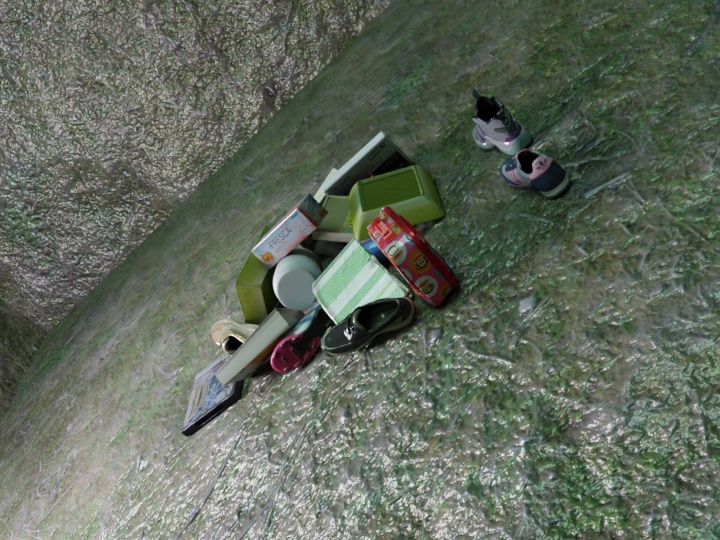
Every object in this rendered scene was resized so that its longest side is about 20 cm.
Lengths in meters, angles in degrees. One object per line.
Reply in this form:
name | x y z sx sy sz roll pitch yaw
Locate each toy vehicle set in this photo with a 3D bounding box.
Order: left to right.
toy vehicle set | -0.001 -0.115 1.603 0.197 0.027 0.125 5 48 19

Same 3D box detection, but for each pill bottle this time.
pill bottle | -0.139 0.022 1.589 0.114 0.114 0.200 -43 11 5

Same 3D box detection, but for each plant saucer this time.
plant saucer | -0.228 0.032 1.716 0.047 0.201 0.201 9 48 13
plant saucer | 0.069 -0.161 1.546 0.197 0.048 0.201 -16 35 5

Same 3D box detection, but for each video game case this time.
video game case | -0.343 0.275 1.688 0.180 0.025 0.201 -37 26 20
video game case | 0.018 -0.234 1.727 0.200 0.181 0.023 -41 64 12

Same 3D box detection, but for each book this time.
book | -0.210 0.166 1.541 0.200 0.048 0.133 -45 -13 11

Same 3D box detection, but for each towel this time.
towel | -0.004 0.043 1.399 0.153 0.023 0.200 -47 51 4

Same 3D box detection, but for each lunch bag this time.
lunch bag | 0.083 -0.036 1.291 0.082 0.176 0.200 -43 25 5

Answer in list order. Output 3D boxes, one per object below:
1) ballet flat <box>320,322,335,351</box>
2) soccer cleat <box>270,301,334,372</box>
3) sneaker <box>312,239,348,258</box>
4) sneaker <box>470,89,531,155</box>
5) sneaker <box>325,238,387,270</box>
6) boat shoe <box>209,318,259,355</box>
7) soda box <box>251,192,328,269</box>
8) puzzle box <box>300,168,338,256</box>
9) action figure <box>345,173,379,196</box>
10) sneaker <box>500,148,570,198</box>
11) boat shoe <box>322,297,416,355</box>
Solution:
ballet flat | -0.014 0.081 1.425 0.200 0.046 0.067 -45 26 2
soccer cleat | -0.108 0.134 1.492 0.200 0.070 0.086 -46 4 2
sneaker | -0.054 -0.072 1.706 0.200 0.080 0.076 -61 -9 -67
sneaker | 0.264 -0.321 1.474 0.078 0.140 0.200 -47 25 -3
sneaker | 0.000 0.000 1.518 0.199 0.066 0.079 -31 40 30
boat shoe | -0.300 0.164 1.673 0.198 0.074 0.069 -2 35 42
soda box | -0.161 -0.086 1.588 0.199 0.064 0.069 -36 15 40
puzzle box | -0.088 -0.140 1.769 0.025 0.133 0.201 30 84 28
action figure | 0.022 -0.186 1.679 0.198 0.066 0.099 -23 -8 -7
sneaker | 0.303 -0.194 1.291 0.070 0.082 0.200 -47 24 -2
boat shoe | 0.005 0.096 1.309 0.199 0.066 0.073 -25 59 22
